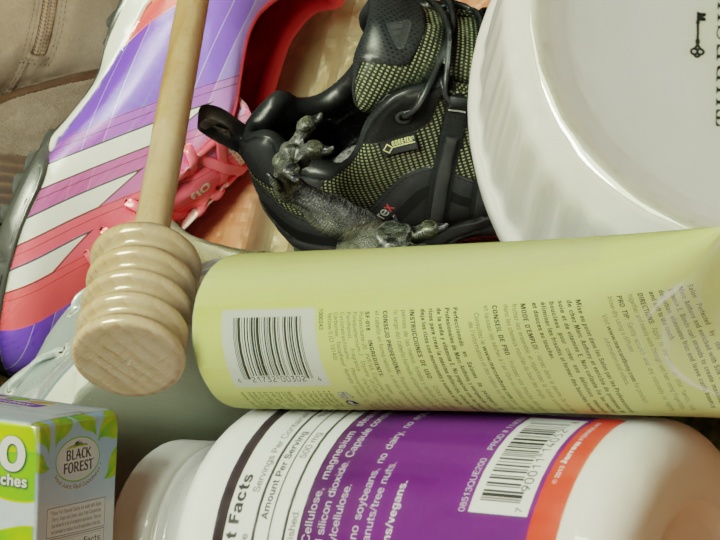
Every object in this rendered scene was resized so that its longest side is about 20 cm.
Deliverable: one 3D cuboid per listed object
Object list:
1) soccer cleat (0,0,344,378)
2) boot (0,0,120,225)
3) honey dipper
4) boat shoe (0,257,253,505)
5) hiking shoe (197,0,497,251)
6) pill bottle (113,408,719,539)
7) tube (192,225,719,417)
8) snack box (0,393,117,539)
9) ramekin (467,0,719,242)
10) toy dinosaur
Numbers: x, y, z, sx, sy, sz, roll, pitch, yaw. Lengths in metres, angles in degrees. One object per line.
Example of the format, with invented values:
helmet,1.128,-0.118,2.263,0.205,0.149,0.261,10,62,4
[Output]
soccer cleat,-0.079,-0.042,1.083,0.073,0.068,0.200,26,86,17
boot,-0.178,-0.098,1.104,0.070,0.199,0.147,5,86,63
honey dipper,-0.064,-0.043,0.964,0.038,0.038,0.200,-17,41,25
boat shoe,-0.094,0.042,1.013,0.201,0.070,0.072,-42,45,38
hiking shoe,0.045,-0.057,0.977,0.200,0.101,0.076,-23,46,21
pill bottle,0.019,0.099,0.913,0.199,0.112,0.113,1,68,34
tube,0.041,0.018,0.867,0.199,0.058,0.052,-2,84,35
snack box,-0.178,0.106,0.945,0.199,0.053,0.143,6,95,29
ramekin,0.132,-0.064,0.886,0.202,0.094,0.203,-2,71,5
toy dinosaur,0.000,0.000,0.964,0.200,0.088,0.048,24,58,21
